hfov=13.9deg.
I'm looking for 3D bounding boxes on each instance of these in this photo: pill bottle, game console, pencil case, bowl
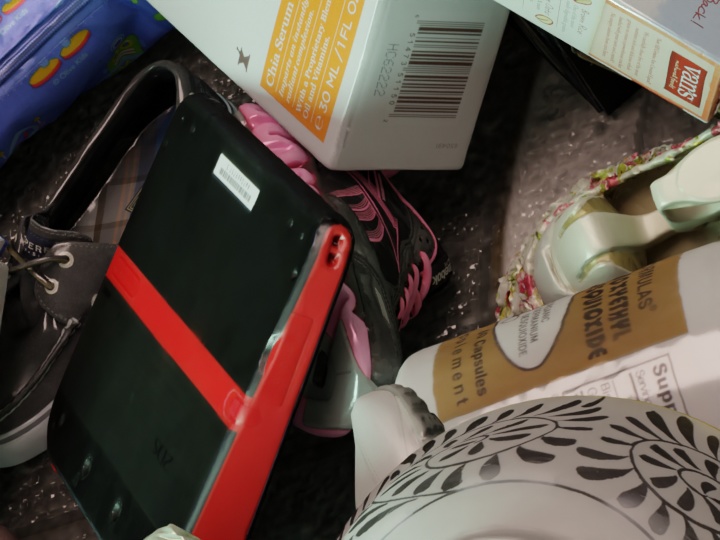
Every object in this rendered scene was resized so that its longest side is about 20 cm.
[{"bbox_3d":[0.123,0.053,1.104,0.200,0.114,0.114,-21,52,16],"label":"pill bottle"},{"bbox_3d":[-0.067,0.033,1.200,0.177,0.031,0.200,-66,26,9],"label":"game console"},{"bbox_3d":[-0.170,-0.088,1.384,0.200,0.078,0.087,-42,13,-1],"label":"pencil case"},{"bbox_3d":[0.056,0.132,0.928,0.201,0.094,0.201,-4,79,20],"label":"bowl"}]

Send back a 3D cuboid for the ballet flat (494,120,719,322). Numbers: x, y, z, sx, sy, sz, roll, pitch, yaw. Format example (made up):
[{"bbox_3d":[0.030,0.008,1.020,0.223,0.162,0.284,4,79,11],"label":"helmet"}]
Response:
[{"bbox_3d":[0.120,-0.022,1.154,0.200,0.064,0.076,-33,69,28],"label":"ballet flat"}]

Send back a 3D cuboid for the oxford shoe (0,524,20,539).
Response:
[{"bbox_3d":[-0.095,0.159,1.195,0.073,0.071,0.200,-41,57,-12],"label":"oxford shoe"}]

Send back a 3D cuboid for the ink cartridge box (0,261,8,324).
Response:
[{"bbox_3d":[-0.242,0.084,1.256,0.144,0.084,0.200,6,84,22],"label":"ink cartridge box"}]

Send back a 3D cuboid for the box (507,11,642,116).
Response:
[{"bbox_3d":[0.100,-0.193,1.299,0.164,0.086,0.200,-41,49,-1],"label":"box"}]

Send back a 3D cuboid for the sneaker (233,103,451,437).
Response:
[{"bbox_3d":[0.000,0.000,1.215,0.200,0.095,0.079,-110,38,-53],"label":"sneaker"}]

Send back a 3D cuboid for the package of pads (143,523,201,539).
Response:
[{"bbox_3d":[-0.099,0.184,1.028,0.155,0.068,0.200,-65,10,-21],"label":"package of pads"}]

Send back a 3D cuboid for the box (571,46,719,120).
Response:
[{"bbox_3d":[0.198,-0.144,1.183,0.163,0.021,0.200,25,86,10],"label":"box"}]

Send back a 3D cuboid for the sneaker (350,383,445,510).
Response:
[{"bbox_3d":[0.013,0.139,1.031,0.087,0.075,0.200,-10,79,12],"label":"sneaker"}]

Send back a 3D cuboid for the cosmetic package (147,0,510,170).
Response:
[{"bbox_3d":[-0.022,-0.131,1.270,0.200,0.071,0.101,43,125,46],"label":"cosmetic package"}]

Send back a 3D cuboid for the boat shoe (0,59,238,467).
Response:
[{"bbox_3d":[-0.125,-0.008,1.316,0.070,0.066,0.200,28,75,39],"label":"boat shoe"}]

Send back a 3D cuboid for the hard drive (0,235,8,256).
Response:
[{"bbox_3d":[-0.258,0.041,1.330,0.132,0.025,0.200,32,96,25],"label":"hard drive"}]

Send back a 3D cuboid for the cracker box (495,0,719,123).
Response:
[{"bbox_3d":[0.087,-0.166,1.145,0.200,0.058,0.134,32,71,12],"label":"cracker box"}]
